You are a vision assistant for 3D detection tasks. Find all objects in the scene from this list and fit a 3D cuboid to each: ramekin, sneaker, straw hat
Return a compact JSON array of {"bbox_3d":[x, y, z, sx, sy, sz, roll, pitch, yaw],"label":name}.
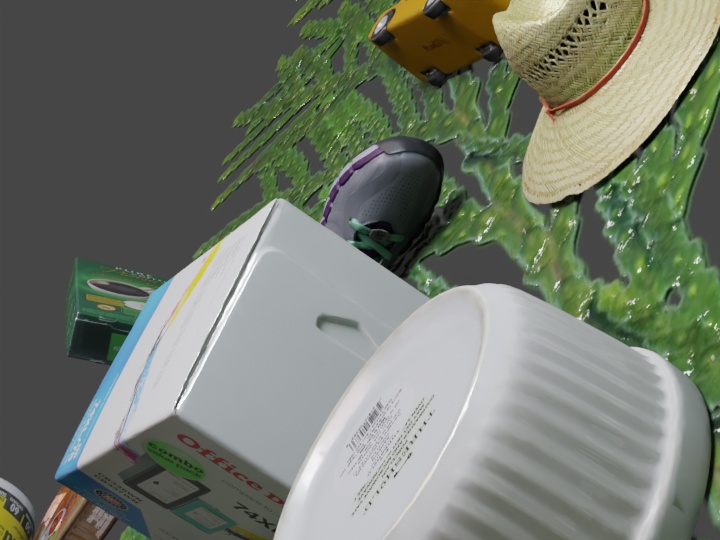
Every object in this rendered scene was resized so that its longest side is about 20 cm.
[{"bbox_3d":[0.046,0.101,0.808,0.201,0.105,0.201,-52,16,21],"label":"ramekin"},{"bbox_3d":[0.000,0.000,1.268,0.200,0.074,0.088,-54,30,41],"label":"sneaker"},{"bbox_3d":[0.123,-0.139,1.092,0.201,0.085,0.201,-51,16,21],"label":"straw hat"}]

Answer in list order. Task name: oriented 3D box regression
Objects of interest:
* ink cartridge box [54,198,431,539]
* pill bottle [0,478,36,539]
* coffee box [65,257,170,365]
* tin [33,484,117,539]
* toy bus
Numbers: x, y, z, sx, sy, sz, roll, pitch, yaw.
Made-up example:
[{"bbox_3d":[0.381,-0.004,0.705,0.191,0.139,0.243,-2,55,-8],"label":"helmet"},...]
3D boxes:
[{"bbox_3d":[-0.058,0.080,1.098,0.200,0.146,0.147,-32,28,59],"label":"ink cartridge box"},{"bbox_3d":[-0.380,0.293,1.753,0.111,0.111,0.201,-45,20,37],"label":"pill bottle"},{"bbox_3d":[-0.199,0.043,1.670,0.200,0.122,0.044,-126,50,-73],"label":"coffee box"},{"bbox_3d":[-0.217,0.178,1.616,0.201,0.042,0.112,-54,11,11],"label":"tin"},{"bbox_3d":[0.076,-0.198,1.400,0.079,0.065,0.200,-60,15,-14],"label":"toy bus"}]
